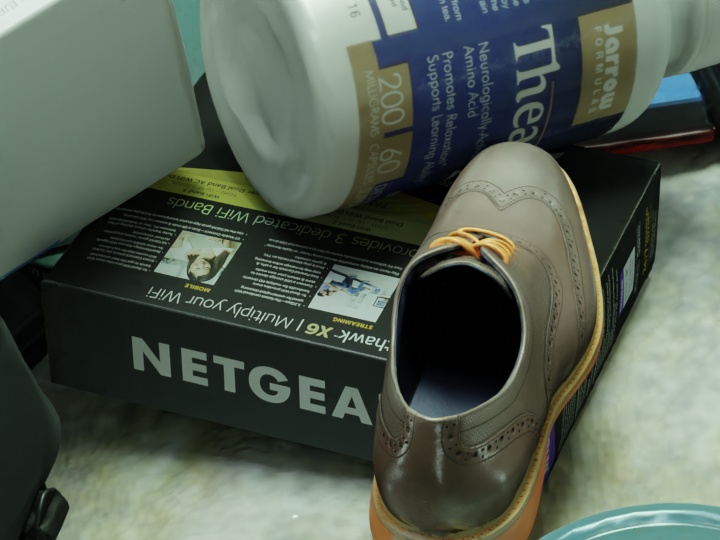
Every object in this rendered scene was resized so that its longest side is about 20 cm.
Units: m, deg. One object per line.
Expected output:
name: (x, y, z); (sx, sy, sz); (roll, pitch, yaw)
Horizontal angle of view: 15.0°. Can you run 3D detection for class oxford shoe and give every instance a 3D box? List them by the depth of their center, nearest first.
oxford shoe: (0.046, 0.011, 0.932); (0.071, 0.073, 0.201); (3, 40, 8)

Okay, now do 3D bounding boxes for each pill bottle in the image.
pill bottle: (0.048, -0.096, 1.044); (0.199, 0.112, 0.111); (-17, 31, -23)

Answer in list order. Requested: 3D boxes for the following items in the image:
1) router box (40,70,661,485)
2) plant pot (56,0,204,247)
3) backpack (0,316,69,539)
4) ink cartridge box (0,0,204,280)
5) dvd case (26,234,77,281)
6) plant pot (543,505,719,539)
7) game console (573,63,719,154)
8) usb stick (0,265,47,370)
router box: (0.000, 0.000, 1.053); (0.199, 0.052, 0.157); (13, 38, 18)
plant pot: (-0.153, -0.113, 1.189); (0.199, 0.135, 0.200); (-8, 30, 4)
backpack: (-0.225, 0.073, 0.924); (0.199, 0.151, 0.178); (3, 55, 27)
ink cartridge box: (-0.177, -0.111, 1.008); (0.147, 0.145, 0.200); (-34, 65, -12)
dvd case: (-0.078, -0.027, 1.177); (0.199, 0.022, 0.146); (13, 37, 30)
plant pot: (0.085, 0.145, 0.736); (0.199, 0.135, 0.201); (-7, 31, 4)
game console: (0.124, -0.142, 1.221); (0.118, 0.173, 0.200); (19, 26, -18)
usb stick: (-0.196, -0.027, 1.109); (0.055, 0.033, 0.200); (-46, 69, 4)
